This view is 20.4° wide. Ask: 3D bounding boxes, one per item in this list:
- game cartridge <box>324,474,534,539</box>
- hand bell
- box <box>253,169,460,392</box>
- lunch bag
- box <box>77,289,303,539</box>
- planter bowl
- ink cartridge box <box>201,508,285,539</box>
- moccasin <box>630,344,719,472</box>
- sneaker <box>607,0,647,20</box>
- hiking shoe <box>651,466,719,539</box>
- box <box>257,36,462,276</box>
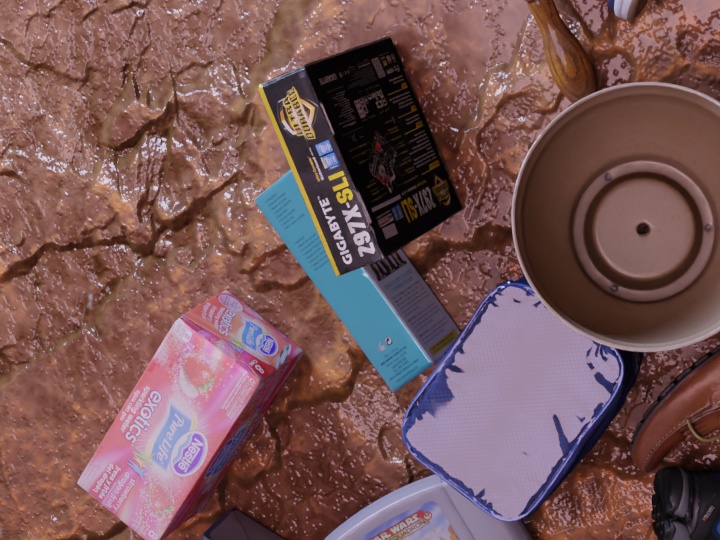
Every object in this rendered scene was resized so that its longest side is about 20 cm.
[{"bbox_3d":[0.048,0.256,1.719,0.200,0.042,0.133,-31,104,6],"label":"game cartridge"},{"bbox_3d":[0.143,-0.214,1.588,0.104,0.104,0.201,-19,109,25],"label":"hand bell"},{"bbox_3d":[0.000,0.000,1.689,0.049,0.082,0.200,-37,87,27],"label":"box"},{"bbox_3d":[0.133,0.105,1.632,0.136,0.132,0.200,39,106,11],"label":"lunch bag"},{"bbox_3d":[-0.151,0.130,1.774,0.095,0.103,0.200,37,113,10],"label":"box"},{"bbox_3d":[0.220,-0.036,1.543,0.199,0.135,0.201,0,87,8],"label":"planter bowl"},{"bbox_3d":[-0.110,0.341,1.827,0.136,0.076,0.201,29,114,13],"label":"ink cartridge box"},{"bbox_3d":[0.299,0.099,1.600,0.201,0.074,0.078,-41,78,17],"label":"moccasin"},{"bbox_3d":[0.186,-0.299,1.540,0.108,0.070,0.201,12,101,14],"label":"sneaker"},{"bbox_3d":[0.283,0.253,1.640,0.086,0.074,0.201,-2,118,-3],"label":"hiking shoe"},{"bbox_3d":[0.004,-0.095,1.598,0.049,0.200,0.160,-19,96,24],"label":"box"}]
